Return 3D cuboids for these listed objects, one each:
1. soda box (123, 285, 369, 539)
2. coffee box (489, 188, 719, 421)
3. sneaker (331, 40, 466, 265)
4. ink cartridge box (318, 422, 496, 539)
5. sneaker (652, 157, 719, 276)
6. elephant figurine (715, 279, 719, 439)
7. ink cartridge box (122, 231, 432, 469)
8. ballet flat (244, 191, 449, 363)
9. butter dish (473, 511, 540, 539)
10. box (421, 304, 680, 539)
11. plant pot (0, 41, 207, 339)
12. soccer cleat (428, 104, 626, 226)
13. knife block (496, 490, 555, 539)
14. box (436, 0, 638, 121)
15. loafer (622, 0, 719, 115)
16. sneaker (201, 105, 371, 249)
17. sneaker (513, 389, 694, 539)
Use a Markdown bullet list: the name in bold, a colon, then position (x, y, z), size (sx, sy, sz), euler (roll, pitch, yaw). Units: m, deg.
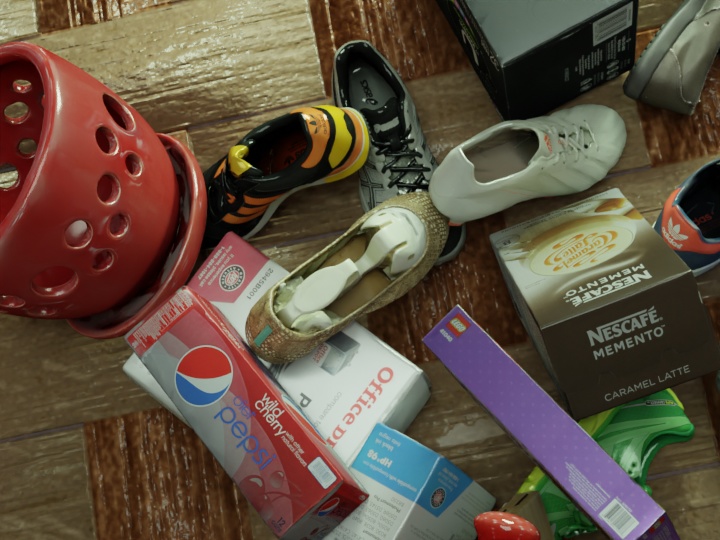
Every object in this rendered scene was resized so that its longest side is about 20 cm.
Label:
- **soda box**: position (-0.083, 0.105, 1.025), size (0.063, 0.070, 0.200), euler (-42, 66, 1)
- **coffee box**: position (0.176, 0.019, 1.044), size (0.114, 0.200, 0.080), euler (-21, 110, 2)
- **sneaker**: position (0.022, -0.097, 1.160), size (0.075, 0.088, 0.200), euler (-26, 74, -2)
- **ink cartridge box**: position (0.009, 0.228, 1.049), size (0.067, 0.116, 0.200), euler (24, 78, 34)
- **sneaker**: position (0.313, -0.071, 1.103), size (0.200, 0.085, 0.075), euler (-39, 71, -15)
- **elephant figurine**: position (0.327, 0.124, 1.044), size (0.141, 0.200, 0.155), euler (5, 39, 31)
- **ink cartridge box**: position (-0.064, 0.087, 1.122), size (0.200, 0.085, 0.146), euler (36, 82, 14)
- **ballet flat**: position (0.000, 0.000, 1.069), size (0.200, 0.065, 0.071), euler (-41, 85, -22)
- **butter dish**: position (0.079, 0.229, 0.909), size (0.199, 0.200, 0.148), euler (13, 80, 22)
- **box**: position (0.135, 0.120, 0.982), size (0.039, 0.137, 0.200), euler (-43, 64, -2)
- **plant pot**: position (-0.233, -0.055, 1.110), size (0.200, 0.182, 0.201), euler (-20, 60, 38)
- **soccer cleat**: position (0.143, -0.092, 1.117), size (0.200, 0.078, 0.069), euler (-23, 69, -29)
- **knife block**: position (0.137, 0.284, 1.009), size (0.175, 0.064, 0.200), euler (30, 109, 16)
- **box**: position (0.125, -0.246, 1.153), size (0.124, 0.149, 0.200), euler (-28, 72, 1)
- **loafer**: position (0.298, -0.208, 1.167), size (0.071, 0.073, 0.200), euler (37, 87, 5)
- **sneaker**: position (-0.091, -0.079, 1.138), size (0.200, 0.090, 0.070), euler (-27, 73, 29)
- **sneaker**: position (0.176, 0.167, 1.071), size (0.084, 0.074, 0.200), euler (41, 83, 20)
